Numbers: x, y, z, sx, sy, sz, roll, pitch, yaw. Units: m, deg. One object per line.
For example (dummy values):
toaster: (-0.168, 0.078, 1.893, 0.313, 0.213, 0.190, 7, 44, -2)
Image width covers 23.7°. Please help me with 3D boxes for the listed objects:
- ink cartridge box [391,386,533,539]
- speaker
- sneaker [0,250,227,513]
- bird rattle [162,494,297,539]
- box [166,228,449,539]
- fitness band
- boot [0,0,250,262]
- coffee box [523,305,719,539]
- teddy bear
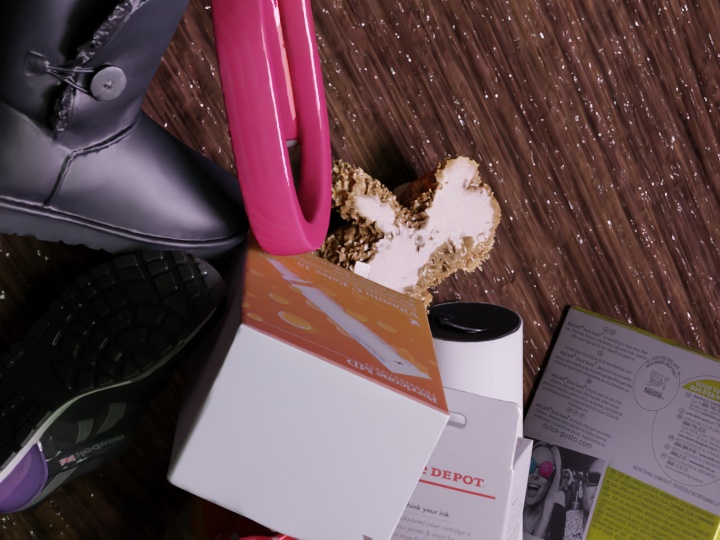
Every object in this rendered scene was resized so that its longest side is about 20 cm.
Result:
ink cartridge box: (0.048, 0.164, 1.147, 0.068, 0.114, 0.203, -33, 133, -69)
speaker: (0.075, 0.127, 1.213, 0.081, 0.081, 0.203, -16, 113, -36)
sneaker: (-0.150, 0.065, 0.978, 0.199, 0.076, 0.088, -36, 149, 9)
bird rattle: (-0.082, 0.159, 1.025, 0.112, 0.200, 0.164, 38, 48, -12)
box: (-0.030, 0.065, 0.977, 0.123, 0.200, 0.098, 24, 104, -9)
fitness band: (-0.052, -0.109, 0.995, 0.144, 0.037, 0.202, -68, 150, -68)
boot: (-0.119, -0.096, 0.942, 0.198, 0.077, 0.169, 7, 122, -36)
coffee box: (0.250, 0.167, 1.297, 0.199, 0.199, 0.200, 23, 88, -43)
teddy bear: (0.000, 0.000, 1.126, 0.145, 0.067, 0.201, 42, 80, -28)
